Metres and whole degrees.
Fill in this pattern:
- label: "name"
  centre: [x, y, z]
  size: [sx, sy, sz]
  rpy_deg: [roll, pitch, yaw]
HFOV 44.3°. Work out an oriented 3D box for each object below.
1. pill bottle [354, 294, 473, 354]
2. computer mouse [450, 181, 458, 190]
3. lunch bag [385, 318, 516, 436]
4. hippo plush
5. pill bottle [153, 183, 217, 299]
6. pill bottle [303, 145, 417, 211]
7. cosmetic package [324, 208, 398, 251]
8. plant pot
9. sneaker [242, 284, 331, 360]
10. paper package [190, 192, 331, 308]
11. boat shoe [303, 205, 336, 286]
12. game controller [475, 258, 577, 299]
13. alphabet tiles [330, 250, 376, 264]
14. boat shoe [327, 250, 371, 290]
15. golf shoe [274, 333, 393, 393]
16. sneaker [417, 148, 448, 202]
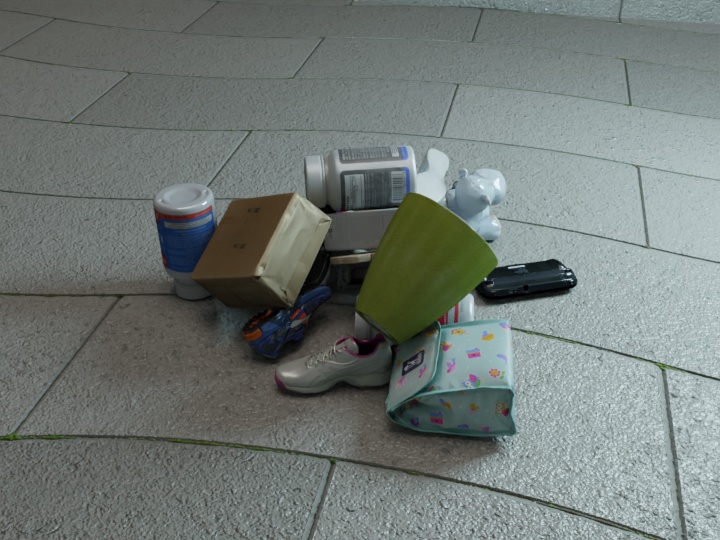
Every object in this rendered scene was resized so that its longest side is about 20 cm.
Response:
- label: "pill bottle"
  centre: [0.092, 0.090, 1.519]
  size: [0.199, 0.113, 0.112]
  rpy_deg: [3, 32, 4]
- label: "computer mouse"
  centre: [0.160, -0.151, 1.968]
  size: [0.199, 0.044, 0.110]
  rpy_deg: [-8, 38, -24]
- label: "lunch bag"
  centre: [0.142, 0.168, 1.393]
  size: [0.199, 0.123, 0.171]
  rpy_deg: [-2, 35, 11]
- label: "hippo plush"
  centre: [0.209, -0.144, 1.816]
  size: [0.199, 0.161, 0.159]
  rpy_deg: [-23, 54, -34]
- label: "pill bottle"
  centre: [-0.318, -0.051, 1.653]
  size: [0.111, 0.201, 0.112]
  rpy_deg: [-2, 30, 1]
- label: "pill bottle"
  centre: [-0.002, -0.167, 1.623]
  size: [0.199, 0.114, 0.114]
  rpy_deg: [-3, 32, -4]
- label: "cosmetic package"
  centre: [0.042, -0.076, 1.608]
  size: [0.199, 0.075, 0.101]
  rpy_deg: [0, 5, 32]
- label: "plant pot"
  centre: [0.086, 0.012, 1.415]
  size: [0.187, 0.187, 0.200]
  rpy_deg: [32, 80, 40]
- label: "sneaker"
  centre: [-0.122, 0.087, 1.559]
  size: [0.075, 0.079, 0.200]
  rpy_deg: [-1, 28, 48]
- label: "paper package"
  centre: [-0.175, -0.034, 1.569]
  size: [0.199, 0.103, 0.191]
  rpy_deg: [-4, 53, 47]
- label: "boat shoe"
  centre: [-0.083, -0.057, 1.659]
  size: [0.068, 0.057, 0.201]
  rpy_deg: [9, 66, -4]
- label: "game controller"
  centre: [0.315, 0.016, 1.717]
  size: [0.199, 0.042, 0.104]
  rpy_deg: [-7, 19, -12]
- label: "alphabet tiles"
  centre: [0.051, -0.030, 1.597]
  size: [0.199, 0.015, 0.195]
  rpy_deg: [-9, 4, -29]
- label: "boat shoe"
  centre: [0.001, 0.001, 1.698]
  size: [0.200, 0.075, 0.065]
  rpy_deg: [5, 27, -6]
- label: "golf shoe"
  centre: [-0.043, 0.146, 1.452]
  size: [0.199, 0.092, 0.075]
  rpy_deg: [-6, 34, -8]
- label: "sneaker"
  centre: [0.131, -0.163, 1.808]
  size: [0.075, 0.089, 0.200]
  rpy_deg: [30, 39, -2]
